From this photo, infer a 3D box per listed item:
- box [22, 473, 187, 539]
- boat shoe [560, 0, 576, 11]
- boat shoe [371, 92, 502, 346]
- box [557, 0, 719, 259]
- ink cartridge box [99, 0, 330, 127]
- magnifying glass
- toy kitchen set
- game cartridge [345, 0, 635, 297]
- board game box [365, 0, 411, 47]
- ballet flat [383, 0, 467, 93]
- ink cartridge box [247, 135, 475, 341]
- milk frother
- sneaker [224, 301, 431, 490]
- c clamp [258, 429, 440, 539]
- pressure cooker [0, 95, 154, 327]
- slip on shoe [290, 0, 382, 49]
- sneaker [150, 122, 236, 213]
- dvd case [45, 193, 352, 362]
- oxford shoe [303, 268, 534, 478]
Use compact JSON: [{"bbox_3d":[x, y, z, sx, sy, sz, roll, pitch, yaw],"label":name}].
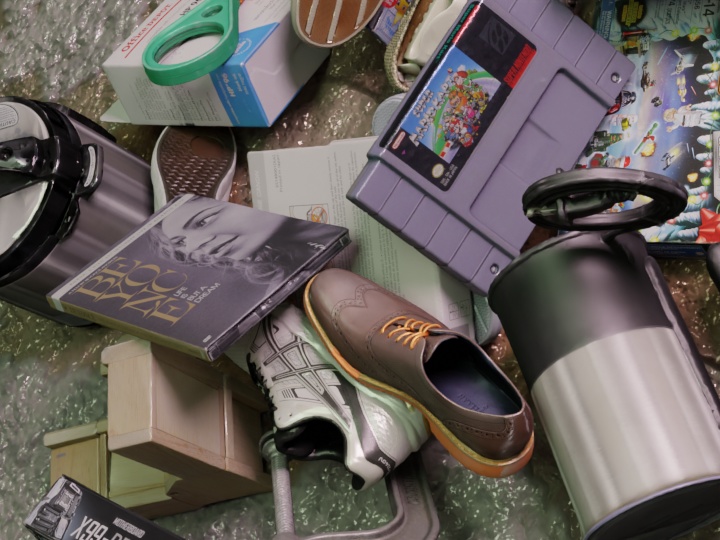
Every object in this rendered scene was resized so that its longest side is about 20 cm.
[{"bbox_3d":[-0.136,0.244,0.963,0.200,0.158,0.050,17,57,36],"label":"box"},{"bbox_3d":[0.136,-0.205,1.020,0.065,0.073,0.200,36,86,11],"label":"boat shoe"},{"bbox_3d":[0.075,-0.043,0.991,0.073,0.067,0.201,-21,84,42],"label":"boat shoe"},{"bbox_3d":[0.224,-0.108,0.941,0.137,0.040,0.201,2,73,32],"label":"box"},{"bbox_3d":[-0.143,-0.187,1.155,0.200,0.068,0.116,5,44,33],"label":"ink cartridge box"},{"bbox_3d":[-0.121,-0.221,1.110,0.079,0.022,0.200,0,40,27],"label":"magnifying glass"},{"bbox_3d":[-0.197,0.098,1.041,0.200,0.180,0.164,-16,64,22],"label":"toy kitchen set"},{"bbox_3d":[0.092,-0.099,0.909,0.200,0.130,0.038,-57,22,-7],"label":"game cartridge"},{"bbox_3d":[0.025,-0.290,1.119,0.200,0.062,0.200,-36,59,16],"label":"board game box"},{"bbox_3d":[0.079,-0.224,1.030,0.200,0.068,0.075,-62,8,17],"label":"ballet flat"},{"bbox_3d":[0.000,0.000,0.990,0.176,0.045,0.201,0,98,41],"label":"ink cartridge box"},{"bbox_3d":[0.165,0.052,0.816,0.180,0.200,0.188,-34,58,26],"label":"milk frother"},{"bbox_3d":[-0.046,0.087,0.945,0.200,0.076,0.088,25,59,36],"label":"sneaker"},{"bbox_3d":[-0.031,0.158,0.918,0.170,0.027,0.200,-1,25,0],"label":"c clamp"},{"bbox_3d":[-0.282,-0.054,1.139,0.179,0.200,0.176,41,97,36],"label":"pressure cooker"},{"bbox_3d":[-0.008,-0.274,1.064,0.061,0.076,0.201,-171,96,-74],"label":"slip on shoe"},{"bbox_3d":[-0.152,-0.051,1.139,0.073,0.085,0.200,9,50,-8],"label":"sneaker"},{"bbox_3d":[-0.124,-0.002,0.974,0.200,0.016,0.149,13,44,44],"label":"dvd case"},{"bbox_3d":[0.040,0.050,0.876,0.200,0.073,0.071,36,62,24],"label":"oxford shoe"}]
